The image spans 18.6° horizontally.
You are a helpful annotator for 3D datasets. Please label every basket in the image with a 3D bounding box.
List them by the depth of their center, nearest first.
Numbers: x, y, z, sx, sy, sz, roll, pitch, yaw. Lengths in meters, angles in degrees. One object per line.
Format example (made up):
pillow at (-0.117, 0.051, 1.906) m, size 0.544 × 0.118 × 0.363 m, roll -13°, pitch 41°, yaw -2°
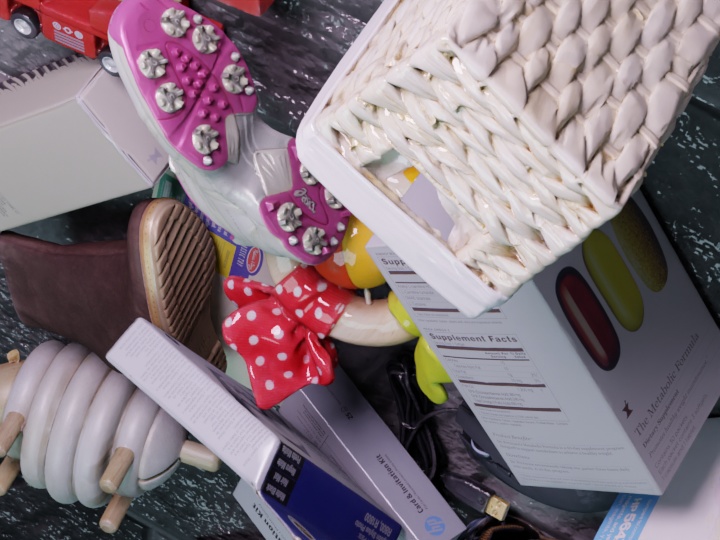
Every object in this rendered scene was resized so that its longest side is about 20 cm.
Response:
basket at (0.084, -0.100, 1.079) m, size 0.136 × 0.200 × 0.123 m, roll 43°, pitch 141°, yaw -12°

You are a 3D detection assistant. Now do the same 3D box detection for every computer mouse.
computer mouse at (0.102, 0.139, 1.495) m, size 0.200 × 0.046 × 0.140 m, roll 20°, pitch 143°, yaw 21°

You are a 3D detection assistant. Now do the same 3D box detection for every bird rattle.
bird rattle at (0.000, 0.000, 1.378) m, size 0.200 × 0.113 × 0.163 m, roll 6°, pitch 115°, yaw 32°

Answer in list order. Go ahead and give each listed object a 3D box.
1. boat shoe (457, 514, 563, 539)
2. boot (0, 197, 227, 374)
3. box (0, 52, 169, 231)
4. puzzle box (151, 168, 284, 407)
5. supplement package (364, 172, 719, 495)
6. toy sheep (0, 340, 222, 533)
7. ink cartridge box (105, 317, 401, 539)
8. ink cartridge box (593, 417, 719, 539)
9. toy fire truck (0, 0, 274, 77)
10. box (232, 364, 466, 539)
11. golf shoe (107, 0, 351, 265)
boat shoe at (0.103, 0.212, 1.575) m, size 0.200 × 0.072 × 0.072 m, roll -3°, pitch 115°, yaw 46°
boot at (-0.181, 0.004, 1.501) m, size 0.166 × 0.072 × 0.200 m, roll 19°, pitch 147°, yaw 19°
box at (-0.201, -0.087, 1.456) m, size 0.200 × 0.068 × 0.082 m, roll -11°, pitch 126°, yaw 47°
puzzle box at (-0.087, 0.007, 1.514) m, size 0.133 × 0.025 × 0.200 m, roll 30°, pitch 146°, yaw 7°
supplement package at (0.113, 0.021, 1.276) m, size 0.110 × 0.114 × 0.200 m, roll -1°, pitch 133°, yaw 44°
toy sheep at (-0.200, 0.119, 1.659) m, size 0.200 × 0.138 × 0.138 m, roll 20°, pitch 145°, yaw 7°
ink cartridge box at (-0.050, 0.128, 1.435) m, size 0.200 × 0.041 × 0.200 m, roll 40°, pitch 179°, yaw 32°
ink cartridge box at (0.261, 0.170, 1.323) m, size 0.200 × 0.125 × 0.129 m, roll -12°, pitch 125°, yaw 49°
toy fire truck at (-0.133, -0.175, 1.305) m, size 0.200 × 0.049 × 0.141 m, roll 25°, pitch 145°, yaw 16°
box at (-0.013, 0.174, 1.600) m, size 0.156 × 0.041 × 0.200 m, roll 52°, pitch 151°, yaw 14°
golf shoe at (-0.092, -0.077, 1.289) m, size 0.092 × 0.075 × 0.200 m, roll -1°, pitch 135°, yaw 49°
